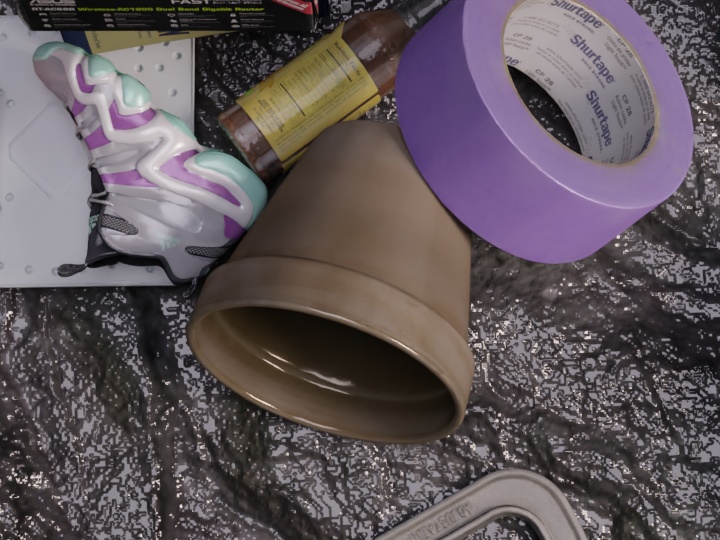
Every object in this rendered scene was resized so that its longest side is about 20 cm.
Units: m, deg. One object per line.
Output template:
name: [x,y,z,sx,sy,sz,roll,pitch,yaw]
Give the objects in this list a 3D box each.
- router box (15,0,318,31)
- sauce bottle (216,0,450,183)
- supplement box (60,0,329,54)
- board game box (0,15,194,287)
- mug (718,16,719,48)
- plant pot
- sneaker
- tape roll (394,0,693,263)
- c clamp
router box: [-0.124,-0.238,1.489,0.199,0.062,0.151,0,73,2]
sauce bottle: [-0.009,-0.143,1.632,0.200,0.065,0.065,-36,82,-7]
supplement box: [-0.132,-0.282,1.607,0.199,0.134,0.201,-9,73,-1]
board game box: [-0.220,-0.086,1.646,0.199,0.026,0.201,-1,81,1]
mug: [0.322,-0.182,1.605,0.184,0.114,0.153,0,81,1]
plant pot: [0.000,0.000,1.560,0.199,0.200,0.174,17,64,4]
sneaker: [-0.179,-0.059,1.588,0.200,0.078,0.140,37,83,7]
tape roll: [0.128,-0.112,1.559,0.199,0.085,0.201,19,53,-28]
c clamp: [0.099,0.233,1.587,0.199,0.027,0.172,-23,81,-3]
